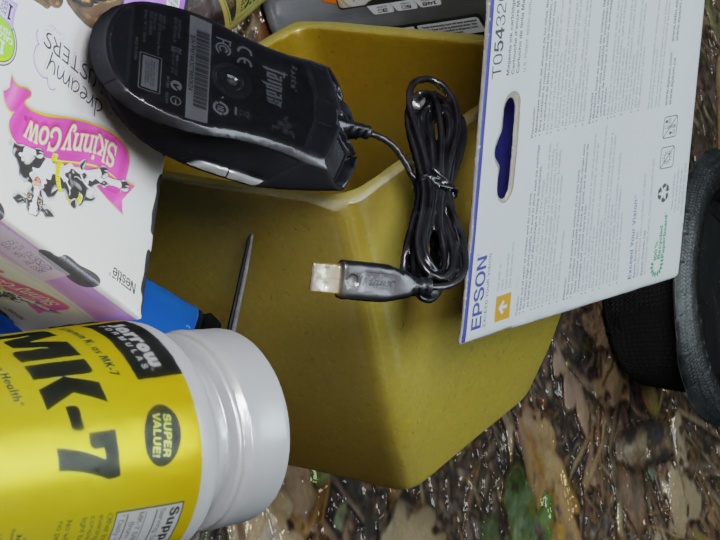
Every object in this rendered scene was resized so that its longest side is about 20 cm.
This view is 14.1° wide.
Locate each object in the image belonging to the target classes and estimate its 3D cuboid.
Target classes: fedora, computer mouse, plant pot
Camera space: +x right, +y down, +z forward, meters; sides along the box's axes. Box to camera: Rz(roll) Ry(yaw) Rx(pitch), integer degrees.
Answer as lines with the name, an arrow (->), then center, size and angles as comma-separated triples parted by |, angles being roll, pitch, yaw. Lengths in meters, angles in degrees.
fedora -> 0.232, 0.014, 2.102 | 0.201, 0.091, 0.201 | 12, 76, -60
computer mouse -> -0.040, -0.045, 1.362 | 0.200, 0.046, 0.141 | 13, 52, -25
plant pot -> 0.000, 0.000, 1.553 | 0.194, 0.195, 0.200 | -36, 123, -41

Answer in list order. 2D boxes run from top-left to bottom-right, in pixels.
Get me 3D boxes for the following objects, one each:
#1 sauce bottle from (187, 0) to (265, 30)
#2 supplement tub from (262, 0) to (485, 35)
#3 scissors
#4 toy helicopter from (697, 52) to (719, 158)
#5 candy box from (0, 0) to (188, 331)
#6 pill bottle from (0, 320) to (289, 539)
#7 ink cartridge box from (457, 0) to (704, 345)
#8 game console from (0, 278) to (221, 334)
sauce bottle -> -0.094, -0.148, 1.568 | 0.200, 0.066, 0.066 | -52, 129, -53
supplement tub -> 0.050, -0.184, 1.697 | 0.122, 0.200, 0.123 | 22, 65, -59
scissors -> -0.074, 0.073, 1.488 | 0.073, 0.014, 0.200 | -69, 175, -45
toy helicopter -> 0.289, -0.069, 2.239 | 0.132, 0.079, 0.200 | -2, 91, -75
candy box -> -0.159, -0.095, 1.355 | 0.168, 0.071, 0.200 | 41, 50, -52
pill bottle -> -0.138, 0.083, 1.329 | 0.200, 0.114, 0.115 | -7, 91, -41
ink cartridge box -> 0.103, -0.077, 1.480 | 0.200, 0.043, 0.197 | -14, 114, -49
game console -> -0.148, 0.108, 1.465 | 0.171, 0.118, 0.200 | 31, 51, -18
